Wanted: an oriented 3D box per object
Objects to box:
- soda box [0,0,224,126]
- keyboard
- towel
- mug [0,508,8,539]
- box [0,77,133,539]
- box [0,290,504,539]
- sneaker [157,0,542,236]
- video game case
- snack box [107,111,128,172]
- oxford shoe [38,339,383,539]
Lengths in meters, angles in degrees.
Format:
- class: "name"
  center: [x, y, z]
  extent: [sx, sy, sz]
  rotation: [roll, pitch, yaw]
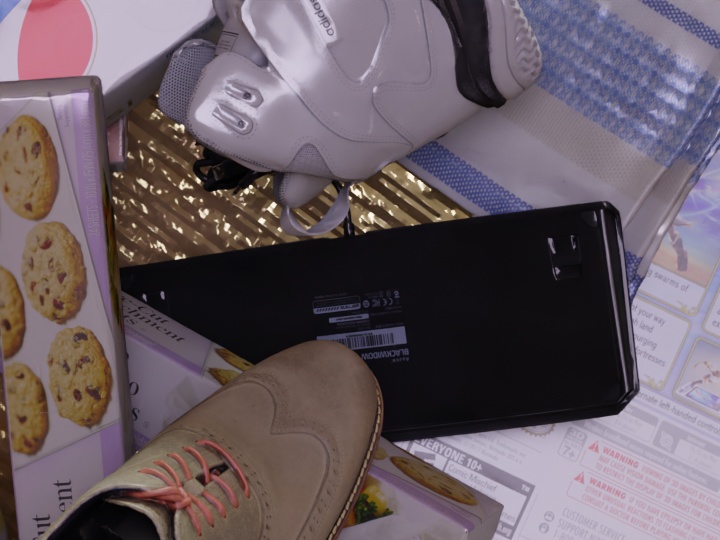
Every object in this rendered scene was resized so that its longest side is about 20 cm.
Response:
- class: "soda box"
  center: [-0.146, -0.059, 0.854]
  extent: [0.200, 0.064, 0.068]
  rotation: [-36, 88, -5]
- class: "keyboard"
  center: [0.000, 0.000, 0.860]
  extent: [0.199, 0.021, 0.128]
  rotation: [-7, 92, 21]
- class: "towel"
  center: [0.086, -0.105, 0.846]
  extent: [0.147, 0.024, 0.201]
  rotation: [34, 101, 15]
- class: "mug"
  center: [-0.181, 0.101, 0.792]
  extent: [0.149, 0.153, 0.187]
  rotation: [44, 113, -4]
- class: "box"
  center: [-0.102, 0.034, 0.811]
  extent: [0.041, 0.039, 0.201]
  rotation: [-3, 102, -1]
- class: "box"
  center: [-0.045, 0.058, 0.850]
  extent: [0.199, 0.041, 0.039]
  rotation: [28, 106, 18]
- class: "sneaker"
  center: [-0.036, -0.108, 0.790]
  extent: [0.115, 0.075, 0.200]
  rotation: [-42, 108, -4]
- class: "video game case"
  center: [0.122, 0.043, 0.890]
  extent: [0.199, 0.045, 0.182]
  rotation: [26, 83, 1]
- class: "snack box"
  center: [-0.125, -0.139, 0.907]
  extent: [0.072, 0.024, 0.201]
  rotation: [0, 84, -2]
- class: "oxford shoe"
  center: [-0.054, 0.084, 0.753]
  extent: [0.070, 0.075, 0.200]
  rotation: [36, 56, 10]
